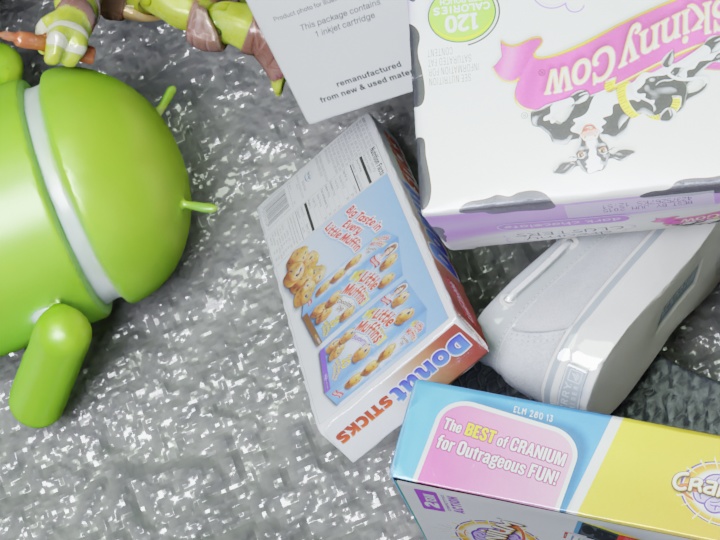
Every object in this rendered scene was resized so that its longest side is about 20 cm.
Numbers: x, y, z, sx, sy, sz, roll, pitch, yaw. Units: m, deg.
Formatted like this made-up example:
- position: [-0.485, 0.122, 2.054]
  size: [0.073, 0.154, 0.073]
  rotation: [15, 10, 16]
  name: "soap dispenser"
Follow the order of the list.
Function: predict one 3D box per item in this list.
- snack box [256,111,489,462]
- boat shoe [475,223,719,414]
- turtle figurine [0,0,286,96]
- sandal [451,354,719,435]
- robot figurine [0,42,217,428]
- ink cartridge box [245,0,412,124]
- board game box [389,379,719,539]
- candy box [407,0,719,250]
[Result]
- position: [0.000, 0.000, 0.847]
  size: [0.072, 0.024, 0.200]
  rotation: [-39, 27, 11]
  name: "snack box"
- position: [0.113, -0.009, 0.841]
  size: [0.068, 0.072, 0.200]
  rotation: [26, 49, 20]
  name: "boat shoe"
- position: [-0.107, -0.139, 0.952]
  size: [0.161, 0.200, 0.065]
  rotation: [12, 109, -6]
  name: "turtle figurine"
- position: [0.133, 0.073, 0.851]
  size: [0.200, 0.043, 0.076]
  rotation: [16, 74, 7]
  name: "sandal"
- position: [-0.167, -0.021, 0.909]
  size: [0.200, 0.116, 0.176]
  rotation: [-21, 58, 1]
  name: "robot figurine"
- position: [-0.015, -0.190, 0.879]
  size: [0.084, 0.200, 0.144]
  rotation: [-15, 27, 23]
  name: "ink cartridge box"
- position: [0.122, 0.104, 0.772]
  size: [0.200, 0.153, 0.040]
  rotation: [10, 68, 15]
  name: "board game box"
- position: [0.104, -0.117, 0.779]
  size: [0.167, 0.072, 0.200]
  rotation: [-6, 78, 10]
  name: "candy box"
